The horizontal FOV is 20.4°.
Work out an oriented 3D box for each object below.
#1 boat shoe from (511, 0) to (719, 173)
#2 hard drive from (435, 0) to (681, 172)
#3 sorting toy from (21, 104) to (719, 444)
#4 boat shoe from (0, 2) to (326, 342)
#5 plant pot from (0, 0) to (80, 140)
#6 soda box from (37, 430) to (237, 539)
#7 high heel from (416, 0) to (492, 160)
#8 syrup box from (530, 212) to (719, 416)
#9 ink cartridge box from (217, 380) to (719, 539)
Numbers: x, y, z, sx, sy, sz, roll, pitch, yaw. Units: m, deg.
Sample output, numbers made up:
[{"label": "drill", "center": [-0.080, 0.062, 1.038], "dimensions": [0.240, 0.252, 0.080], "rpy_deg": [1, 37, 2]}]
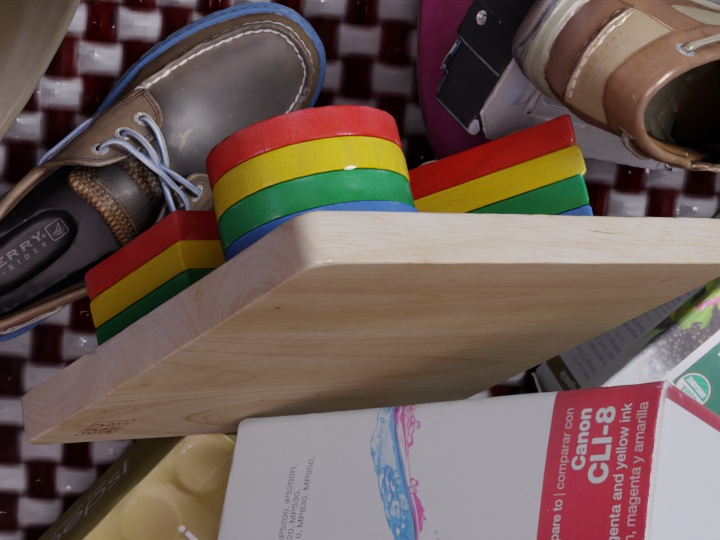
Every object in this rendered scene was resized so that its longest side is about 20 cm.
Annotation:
[{"label": "boat shoe", "center": [0.141, -0.065, 0.761], "dimensions": [0.200, 0.072, 0.076], "rpy_deg": [2, 127, -45]}, {"label": "hard drive", "center": [0.128, -0.132, 0.774], "dimensions": [0.139, 0.038, 0.200], "rpy_deg": [7, 124, -44]}, {"label": "sorting toy", "center": [0.000, 0.000, 0.755], "dimensions": [0.199, 0.199, 0.070], "rpy_deg": [0, 70, -38]}, {"label": "boat shoe", "center": [-0.094, -0.032, 0.819], "dimensions": [0.200, 0.072, 0.072], "rpy_deg": [-40, 103, 5]}, {"label": "plant pot", "center": [-0.227, -0.103, 0.746], "dimensions": [0.173, 0.200, 0.200], "rpy_deg": [37, 98, 4]}, {"label": "soda box", "center": [-0.112, 0.143, 0.865], "dimensions": [0.068, 0.064, 0.200], "rpy_deg": [43, 96, -13]}, {"label": "high heel", "center": [0.085, -0.127, 0.797], "dimensions": [0.067, 0.096, 0.201], "rpy_deg": [16, 98, -38]}, {"label": "syrup box", "center": [0.177, 0.018, 0.853], "dimensions": [0.200, 0.081, 0.079], "rpy_deg": [-41, 103, 4]}, {"label": "ink cartridge box", "center": [0.057, 0.137, 0.758], "dimensions": [0.145, 0.199, 0.145], "rpy_deg": [31, 60, -46]}]
